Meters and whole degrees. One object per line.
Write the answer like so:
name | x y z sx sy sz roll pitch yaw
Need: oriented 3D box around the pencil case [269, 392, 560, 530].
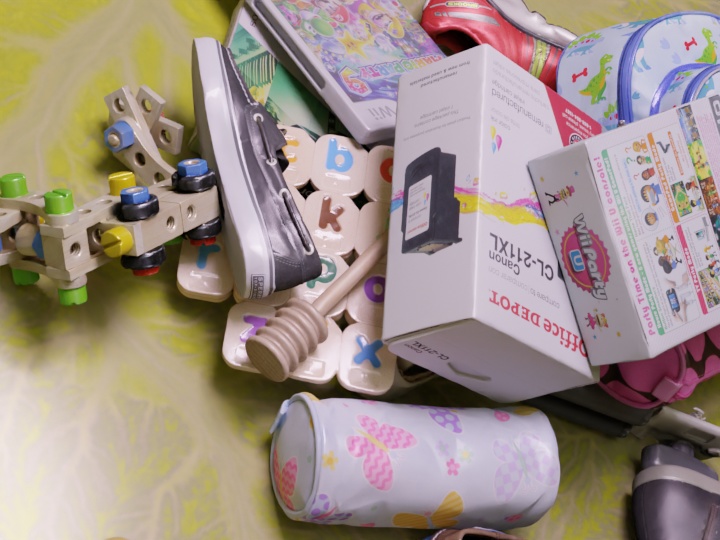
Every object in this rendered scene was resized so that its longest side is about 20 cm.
pencil case | 0.039 0.129 1.034 0.198 0.083 0.091 5 57 -26

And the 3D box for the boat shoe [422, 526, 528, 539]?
boat shoe | 0.131 0.227 1.035 0.198 0.072 0.073 19 56 -18

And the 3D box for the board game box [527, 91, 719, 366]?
board game box | 0.225 -0.038 1.040 0.199 0.064 0.149 -20 94 -34

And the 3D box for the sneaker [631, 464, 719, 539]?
sneaker | 0.288 0.226 1.121 0.198 0.075 0.107 18 53 -8

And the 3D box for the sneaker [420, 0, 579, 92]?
sneaker | 0.133 -0.166 1.269 0.199 0.077 0.085 34 73 -7

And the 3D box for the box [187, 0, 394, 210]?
box | -0.021 -0.115 1.167 0.199 0.036 0.145 23 55 -14

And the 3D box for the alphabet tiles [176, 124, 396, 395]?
alphabet tiles | -0.025 -0.009 1.067 0.198 0.015 0.197 10 61 -6

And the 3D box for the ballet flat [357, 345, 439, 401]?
ballet flat | 0.076 0.040 1.114 0.199 0.069 0.070 -27 78 -37

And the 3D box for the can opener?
can opener | 0.197 0.114 1.146 0.199 0.053 0.067 25 54 -14

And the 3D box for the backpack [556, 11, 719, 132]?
backpack | 0.252 -0.100 1.192 0.182 0.146 0.202 -8 89 -40

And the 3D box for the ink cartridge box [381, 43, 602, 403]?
ink cartridge box | 0.095 -0.028 1.042 0.145 0.082 0.202 26 59 -42

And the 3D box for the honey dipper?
honey dipper | 0.000 0.000 1.040 0.038 0.038 0.200 46 60 2

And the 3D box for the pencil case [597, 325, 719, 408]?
pencil case | 0.249 0.052 1.152 0.199 0.091 0.094 -13 66 -52

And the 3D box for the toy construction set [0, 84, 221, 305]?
toy construction set | -0.171 -0.044 1.010 0.200 0.130 0.093 -50 135 -43

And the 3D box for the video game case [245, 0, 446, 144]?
video game case | -0.006 -0.184 1.179 0.143 0.018 0.200 -15 61 -45

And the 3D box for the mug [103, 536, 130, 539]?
mug | -0.092 0.228 0.876 0.153 0.149 0.187 -31 87 -45

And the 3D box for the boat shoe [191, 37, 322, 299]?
boat shoe | -0.075 -0.073 1.043 0.056 0.069 0.202 -9 66 -14
